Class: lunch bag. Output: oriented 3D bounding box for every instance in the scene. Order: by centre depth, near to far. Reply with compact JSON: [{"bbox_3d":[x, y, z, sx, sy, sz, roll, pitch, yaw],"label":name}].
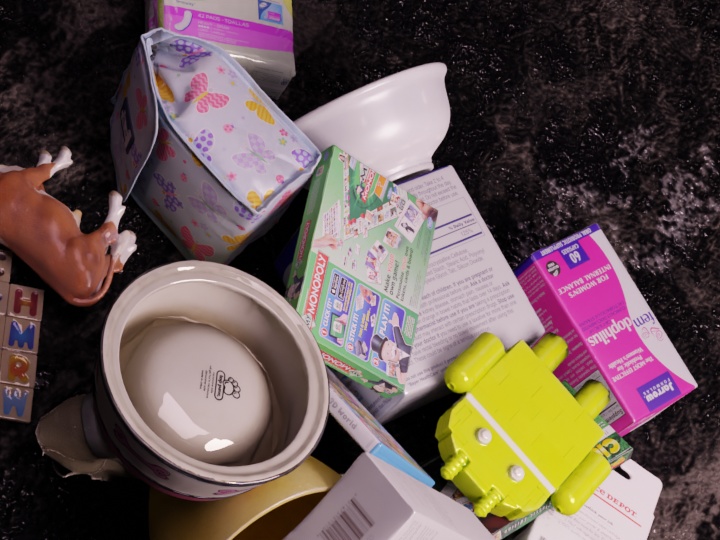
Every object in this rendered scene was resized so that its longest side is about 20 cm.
[{"bbox_3d":[-0.160,-0.115,1.689,0.127,0.170,0.200,-39,87,-31],"label":"lunch bag"}]

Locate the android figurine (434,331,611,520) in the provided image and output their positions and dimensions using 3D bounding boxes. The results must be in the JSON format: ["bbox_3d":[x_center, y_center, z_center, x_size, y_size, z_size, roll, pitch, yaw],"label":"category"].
[{"bbox_3d":[0.150,0.149,1.662,0.182,0.041,0.200,50,56,1],"label":"android figurine"}]

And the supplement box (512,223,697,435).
[{"bbox_3d":[0.238,0.071,1.823,0.101,0.103,0.201,-24,79,-34],"label":"supplement box"}]

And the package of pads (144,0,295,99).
[{"bbox_3d":[-0.151,-0.286,1.843,0.153,0.068,0.202,9,61,-23],"label":"package of pads"}]

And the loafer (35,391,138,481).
[{"bbox_3d":[-0.232,0.141,1.523,0.069,0.200,0.076,-9,74,2],"label":"loafer"}]

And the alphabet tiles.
[{"bbox_3d":[-0.371,0.063,1.594,0.165,0.006,0.202,11,60,-20],"label":"alphabet tiles"}]

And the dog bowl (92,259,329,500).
[{"bbox_3d":[-0.128,0.096,1.438,0.198,0.074,0.202,16,53,-21],"label":"dog bowl"}]

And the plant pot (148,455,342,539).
[{"bbox_3d":[-0.106,0.219,1.546,0.199,0.201,0.142,-17,47,-31],"label":"plant pot"}]

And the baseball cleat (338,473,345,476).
[{"bbox_3d":[0.044,0.247,1.635,0.199,0.107,0.070,25,52,-14],"label":"baseball cleat"}]

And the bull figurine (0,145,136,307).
[{"bbox_3d":[-0.300,-0.054,1.651,0.200,0.065,0.121,45,58,1],"label":"bull figurine"}]

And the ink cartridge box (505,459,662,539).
[{"bbox_3d":[0.209,0.264,1.724,0.115,0.067,0.201,34,50,-6],"label":"ink cartridge box"}]

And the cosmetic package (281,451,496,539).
[{"bbox_3d":[0.037,0.244,1.518,0.113,0.200,0.081,-46,54,4],"label":"cosmetic package"}]

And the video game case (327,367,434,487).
[{"bbox_3d":[-0.021,0.116,1.624,0.018,0.143,0.200,-46,60,1],"label":"video game case"}]

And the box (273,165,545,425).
[{"bbox_3d":[0.047,0.026,1.753,0.183,0.105,0.201,-21,76,-32],"label":"box"}]

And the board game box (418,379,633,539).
[{"bbox_3d":[0.155,0.187,1.703,0.199,0.024,0.105,-26,53,-26],"label":"board game box"}]

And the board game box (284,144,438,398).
[{"bbox_3d":[0.000,0.000,1.642,0.134,0.029,0.202,30,55,-27],"label":"board game box"}]

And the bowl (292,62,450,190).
[{"bbox_3d":[0.012,-0.124,1.766,0.200,0.201,0.091,-21,86,-32],"label":"bowl"}]
